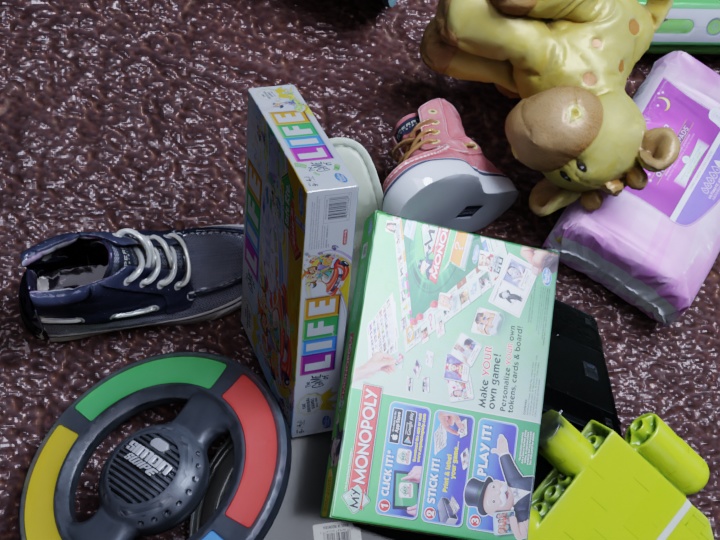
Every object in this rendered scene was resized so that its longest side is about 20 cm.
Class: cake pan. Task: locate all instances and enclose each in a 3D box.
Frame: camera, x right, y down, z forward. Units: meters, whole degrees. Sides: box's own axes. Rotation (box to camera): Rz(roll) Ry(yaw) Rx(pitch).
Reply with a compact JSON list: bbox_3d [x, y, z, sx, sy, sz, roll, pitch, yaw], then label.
[{"bbox_3d":[-0.021,0.187,0.823,0.200,0.037,0.201,2,78,-10],"label":"cake pan"}]

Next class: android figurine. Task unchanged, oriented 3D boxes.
[{"bbox_3d":[0.175,0.193,0.821,0.200,0.041,0.182,44,83,-19],"label":"android figurine"}]

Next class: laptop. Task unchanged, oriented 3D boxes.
[{"bbox_3d":[0.093,0.104,0.854,0.177,0.103,0.200,24,40,-23],"label":"laptop"}]

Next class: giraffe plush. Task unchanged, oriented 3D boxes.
[{"bbox_3d":[0.154,-0.131,0.868,0.200,0.173,0.162,2,72,-14],"label":"giraffe plush"}]

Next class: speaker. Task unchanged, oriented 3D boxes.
[{"bbox_3d":[0.264,-0.226,0.986,0.200,0.088,0.089,-1,72,-8],"label":"speaker"}]

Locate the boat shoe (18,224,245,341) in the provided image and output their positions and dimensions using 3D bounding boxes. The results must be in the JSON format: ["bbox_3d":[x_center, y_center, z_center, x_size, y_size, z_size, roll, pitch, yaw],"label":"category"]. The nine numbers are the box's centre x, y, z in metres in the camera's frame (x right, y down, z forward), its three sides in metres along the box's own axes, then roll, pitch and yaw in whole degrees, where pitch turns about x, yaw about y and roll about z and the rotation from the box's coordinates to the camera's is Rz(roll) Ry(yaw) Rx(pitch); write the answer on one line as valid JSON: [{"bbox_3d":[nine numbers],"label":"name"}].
[{"bbox_3d":[-0.153,0.001,0.847,0.200,0.093,0.075,-17,75,-13],"label":"boat shoe"}]

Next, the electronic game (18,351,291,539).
[{"bbox_3d":[-0.142,0.141,0.789,0.200,0.042,0.200,-11,50,14],"label":"electronic game"}]

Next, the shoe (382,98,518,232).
[{"bbox_3d":[0.049,-0.078,0.864,0.071,0.200,0.091,-42,75,20],"label":"shoe"}]

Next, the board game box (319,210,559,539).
[{"bbox_3d":[0.055,0.072,0.758,0.134,0.029,0.200,12,76,-13],"label":"board game box"}]

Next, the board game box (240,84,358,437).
[{"bbox_3d":[-0.046,-0.006,0.786,0.034,0.200,0.135,-8,37,-18],"label":"board game box"}]

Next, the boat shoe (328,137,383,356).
[{"bbox_3d":[0.000,0.000,0.881,0.072,0.061,0.202,-11,93,-5],"label":"boat shoe"}]

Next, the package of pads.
[{"bbox_3d":[0.247,-0.068,0.936,0.120,0.076,0.200,33,71,2],"label":"package of pads"}]

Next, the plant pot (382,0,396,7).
[{"bbox_3d":[-0.049,-0.331,0.928,0.196,0.200,0.200,13,70,4],"label":"plant pot"}]
